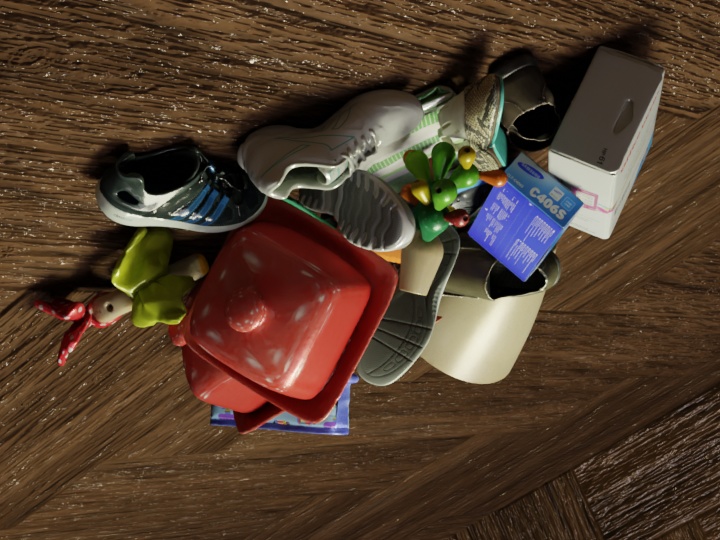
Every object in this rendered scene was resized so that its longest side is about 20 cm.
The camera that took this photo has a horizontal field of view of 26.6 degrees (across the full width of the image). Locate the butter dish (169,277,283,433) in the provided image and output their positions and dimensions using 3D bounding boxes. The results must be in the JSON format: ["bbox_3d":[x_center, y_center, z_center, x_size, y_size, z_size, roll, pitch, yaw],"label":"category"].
[{"bbox_3d":[-0.151,0.071,1.769,0.148,0.200,0.200,6,155,-33],"label":"butter dish"}]

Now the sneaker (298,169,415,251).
[{"bbox_3d":[0.012,-0.073,1.618,0.082,0.200,0.075,8,107,-31],"label":"sneaker"}]

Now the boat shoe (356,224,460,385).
[{"bbox_3d":[0.056,0.040,1.746,0.074,0.202,0.065,22,170,6],"label":"boat shoe"}]

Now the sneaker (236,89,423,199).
[{"bbox_3d":[-0.021,-0.123,1.568,0.200,0.080,0.070,-22,137,-10],"label":"sneaker"}]

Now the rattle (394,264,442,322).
[{"bbox_3d":[0.017,0.039,1.858,0.130,0.200,0.143,-56,161,-24],"label":"rattle"}]

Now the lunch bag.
[{"bbox_3d":[-0.087,0.125,1.917,0.200,0.151,0.094,2,180,40],"label":"lunch bag"}]

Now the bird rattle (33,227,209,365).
[{"bbox_3d":[-0.254,0.034,1.712,0.200,0.113,0.163,-34,175,34],"label":"bird rattle"}]

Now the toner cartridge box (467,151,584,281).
[{"bbox_3d":[0.191,-0.060,1.792,0.043,0.095,0.200,-48,174,-18],"label":"toner cartridge box"}]

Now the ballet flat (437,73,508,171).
[{"bbox_3d":[0.120,-0.152,1.642,0.075,0.068,0.200,-1,164,6],"label":"ballet flat"}]

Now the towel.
[{"bbox_3d":[0.055,-0.139,1.710,0.152,0.023,0.200,-26,159,6],"label":"towel"}]

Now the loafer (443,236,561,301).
[{"bbox_3d":[0.151,-0.001,1.918,0.200,0.075,0.070,-2,-166,8],"label":"loafer"}]

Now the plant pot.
[{"bbox_3d":[0.172,0.015,2.036,0.187,0.187,0.200,-4,138,-42],"label":"plant pot"}]

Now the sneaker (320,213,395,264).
[{"bbox_3d":[0.000,0.000,1.753,0.098,0.201,0.071,3,-167,-8],"label":"sneaker"}]

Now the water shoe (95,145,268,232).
[{"bbox_3d":[-0.167,-0.084,1.540,0.200,0.072,0.079,-7,152,-38],"label":"water shoe"}]

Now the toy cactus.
[{"bbox_3d":[0.083,-0.055,1.642,0.102,0.165,0.200,13,-177,-13],"label":"toy cactus"}]

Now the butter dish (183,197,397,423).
[{"bbox_3d":[-0.096,0.040,1.594,0.200,0.200,0.148,-62,163,10],"label":"butter dish"}]

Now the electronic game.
[{"bbox_3d":[0.114,-0.080,1.868,0.200,0.042,0.200,-23,167,-6],"label":"electronic game"}]

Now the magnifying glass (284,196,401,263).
[{"bbox_3d":[-0.042,-0.036,1.697,0.200,0.080,0.022,10,-169,-2],"label":"magnifying glass"}]

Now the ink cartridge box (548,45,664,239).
[{"bbox_3d":[0.279,-0.144,1.753,0.145,0.085,0.200,-63,167,-15],"label":"ink cartridge box"}]

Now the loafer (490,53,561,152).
[{"bbox_3d":[0.187,-0.169,1.703,0.073,0.071,0.200,-26,159,9],"label":"loafer"}]
